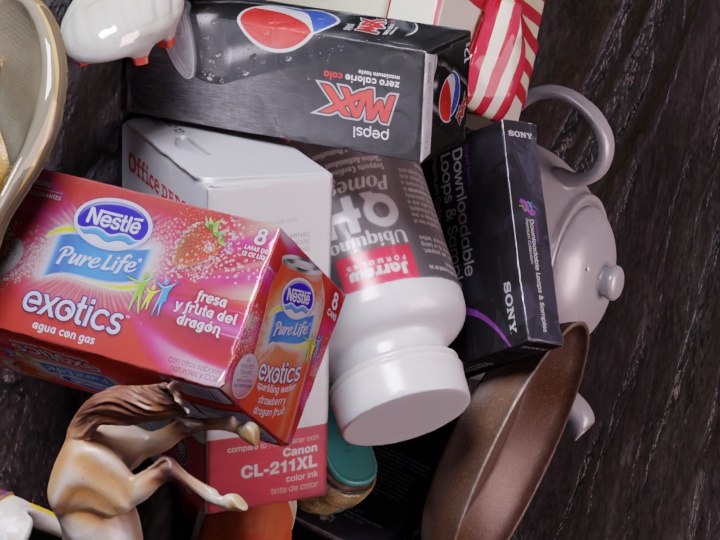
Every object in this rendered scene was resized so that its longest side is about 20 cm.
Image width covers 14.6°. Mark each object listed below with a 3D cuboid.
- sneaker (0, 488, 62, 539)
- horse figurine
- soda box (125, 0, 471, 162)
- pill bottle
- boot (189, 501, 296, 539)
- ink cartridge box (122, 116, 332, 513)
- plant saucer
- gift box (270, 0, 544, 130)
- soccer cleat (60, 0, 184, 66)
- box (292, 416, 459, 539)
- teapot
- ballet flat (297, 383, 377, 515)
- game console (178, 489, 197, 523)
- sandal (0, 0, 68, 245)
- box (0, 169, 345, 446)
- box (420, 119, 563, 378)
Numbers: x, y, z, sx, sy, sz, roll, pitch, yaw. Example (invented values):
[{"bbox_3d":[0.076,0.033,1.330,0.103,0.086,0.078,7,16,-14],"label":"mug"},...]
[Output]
[{"bbox_3d":[-0.182,0.178,1.576,0.200,0.090,0.075,47,58,-58],"label":"sneaker"},{"bbox_3d":[-0.119,0.137,1.473,0.050,0.132,0.201,-62,154,-63],"label":"horse figurine"},{"bbox_3d":[-0.038,-0.116,1.636,0.063,0.199,0.071,-31,127,-59],"label":"soda box"},{"bbox_3d":[0.000,0.000,1.705,0.111,0.110,0.201,35,34,-63],"label":"pill bottle"},{"bbox_3d":[-0.085,0.222,1.722,0.107,0.075,0.200,-93,-167,-54],"label":"boot"},{"bbox_3d":[-0.080,0.021,1.650,0.083,0.146,0.201,-6,110,-23],"label":"ink cartridge box"},{"bbox_3d":[0.087,0.117,1.797,0.201,0.037,0.201,-58,164,-28],"label":"plant saucer"},{"bbox_3d":[0.033,-0.193,1.773,0.200,0.186,0.185,13,87,-64],"label":"gift box"},{"bbox_3d":[-0.122,-0.182,1.600,0.200,0.069,0.078,-58,143,-52],"label":"soccer cleat"},{"bbox_3d":[-0.014,0.206,1.873,0.200,0.117,0.197,-37,145,-56],"label":"box"},{"bbox_3d":[0.127,-0.008,2.092,0.198,0.146,0.200,-69,152,-23],"label":"teapot"},{"bbox_3d":[-0.044,0.060,1.763,0.071,0.071,0.201,25,44,-64],"label":"ballet flat"},{"bbox_3d":[-0.058,0.074,1.870,0.177,0.031,0.201,11,91,-65],"label":"game console"},{"bbox_3d":[-0.209,-0.056,1.465,0.054,0.080,0.201,31,75,-41],"label":"sandal"},{"bbox_3d":[-0.123,0.015,1.508,0.100,0.199,0.096,47,61,-59],"label":"box"},{"bbox_3d":[0.040,0.001,1.770,0.036,0.200,0.143,7,70,-43],"label":"box"}]
